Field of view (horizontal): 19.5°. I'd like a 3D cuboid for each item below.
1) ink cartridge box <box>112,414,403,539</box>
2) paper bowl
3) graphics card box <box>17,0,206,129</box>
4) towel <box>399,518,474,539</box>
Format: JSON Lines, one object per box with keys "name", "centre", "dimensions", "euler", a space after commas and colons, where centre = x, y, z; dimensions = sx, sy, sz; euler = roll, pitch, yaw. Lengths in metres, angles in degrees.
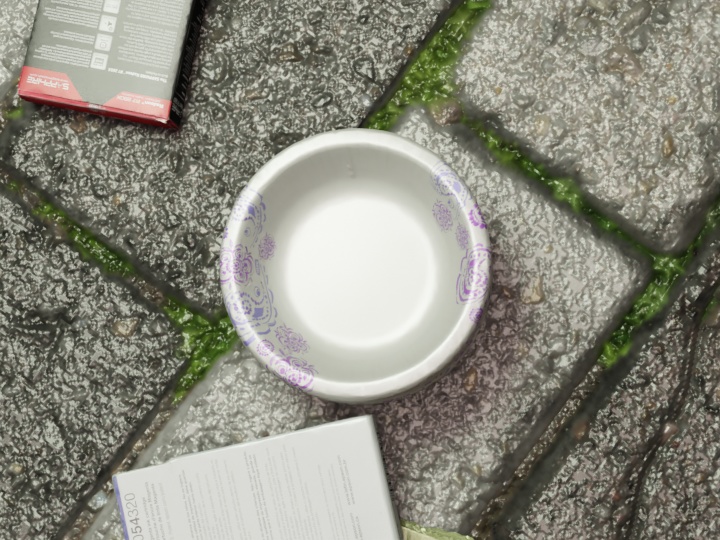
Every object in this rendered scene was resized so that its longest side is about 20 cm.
{"name": "ink cartridge box", "centre": [-0.065, 0.222, 1.545], "dimensions": [0.200, 0.043, 0.197], "euler": [-13, 85, 7]}
{"name": "paper bowl", "centre": [0.000, 0.000, 1.568], "dimensions": [0.200, 0.104, 0.201], "euler": [-1, 83, 6]}
{"name": "graphics card box", "centre": [-0.184, -0.219, 1.639], "dimensions": [0.125, 0.051, 0.200], "euler": [11, 86, 7]}
{"name": "towel", "centre": [0.002, 0.250, 1.574], "dimensions": [0.200, 0.036, 0.149], "euler": [17, 86, 7]}
